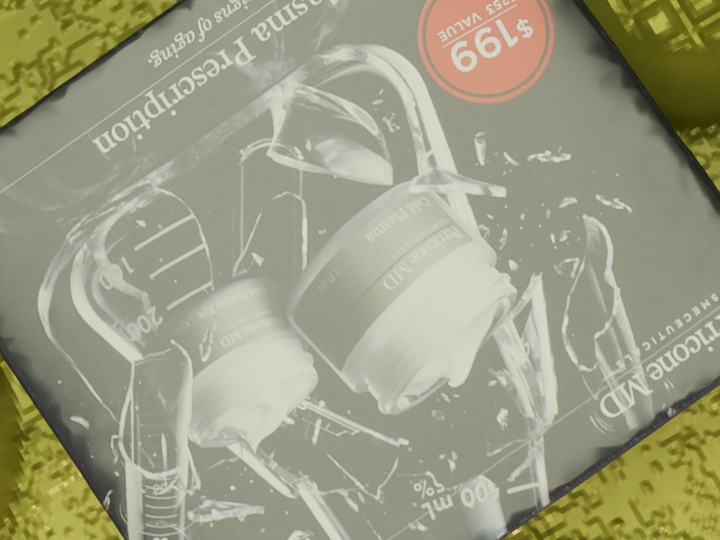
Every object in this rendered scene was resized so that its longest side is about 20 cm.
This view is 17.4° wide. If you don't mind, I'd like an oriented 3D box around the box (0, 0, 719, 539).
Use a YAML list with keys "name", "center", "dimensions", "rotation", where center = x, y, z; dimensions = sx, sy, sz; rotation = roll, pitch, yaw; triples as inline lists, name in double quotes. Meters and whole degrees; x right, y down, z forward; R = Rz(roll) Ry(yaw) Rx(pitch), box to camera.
- name: "box"
  center: [0.000, 0.000, 0.717]
  dimensions: [0.200, 0.104, 0.183]
  rotation: [-36, 85, 1]
